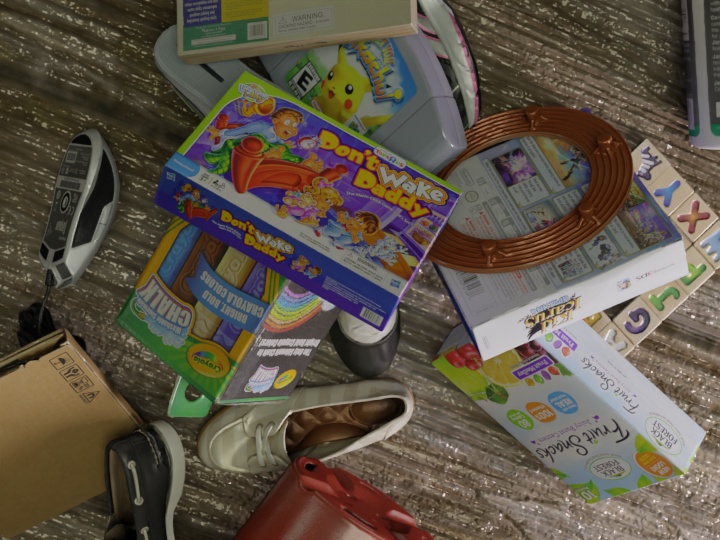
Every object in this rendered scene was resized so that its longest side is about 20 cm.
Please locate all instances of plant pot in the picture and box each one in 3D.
[{"bbox_3d":[-0.045,0.277,1.298,0.200,0.201,0.196,31,95,-8],"label":"plant pot"}]

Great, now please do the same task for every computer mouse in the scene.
[{"bbox_3d":[-0.240,-0.020,1.304,0.044,0.110,0.201,16,89,-33],"label":"computer mouse"}]

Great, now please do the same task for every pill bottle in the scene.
[{"bbox_3d":[0.331,-0.208,1.305,0.113,0.113,0.201,-6,99,-4],"label":"pill bottle"}]

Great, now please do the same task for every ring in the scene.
[{"bbox_3d":[0.126,-0.074,1.274,0.200,0.201,0.019,-22,131,-1],"label":"ring"}]

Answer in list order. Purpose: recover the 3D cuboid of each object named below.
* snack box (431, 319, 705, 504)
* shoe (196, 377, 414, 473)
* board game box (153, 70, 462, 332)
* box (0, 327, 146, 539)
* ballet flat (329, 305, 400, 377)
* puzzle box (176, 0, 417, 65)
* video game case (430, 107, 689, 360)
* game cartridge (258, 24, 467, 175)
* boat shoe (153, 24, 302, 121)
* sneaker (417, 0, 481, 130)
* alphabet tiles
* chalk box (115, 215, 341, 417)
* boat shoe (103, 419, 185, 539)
[{"bbox_3d":[0.177,0.109,1.323,0.200,0.142,0.053,42,59,-9],"label":"snack box"},{"bbox_3d":[-0.049,0.136,1.354,0.199,0.053,0.070,-14,99,-2],"label":"shoe"},{"bbox_3d":[-0.038,-0.056,1.177,0.200,0.135,0.045,29,136,4],"label":"board game box"},{"bbox_3d":[-0.276,0.142,1.290,0.163,0.021,0.200,-27,141,1],"label":"box"},{"bbox_3d":[0.000,0.000,1.331,0.068,0.068,0.201,-6,99,-6],"label":"ballet flat"},{"bbox_3d":[-0.054,-0.244,1.240,0.199,0.025,0.134,-5,78,15],"label":"puzzle box"},{"bbox_3d":[0.147,-0.034,1.270,0.181,0.200,0.046,-24,131,0],"label":"video game case"},{"bbox_3d":[0.001,-0.154,1.264,0.133,0.040,0.200,-39,72,28],"label":"game cartridge"},{"bbox_3d":[-0.092,-0.128,1.281,0.072,0.062,0.200,-42,77,-7],"label":"boat shoe"},{"bbox_3d":[0.040,-0.207,1.311,0.086,0.080,0.201,-22,91,11],"label":"sneaker"},{"bbox_3d":[0.218,-0.037,1.374,0.167,0.008,0.200,-44,99,3],"label":"alphabet tiles"},{"bbox_3d":[-0.106,0.032,1.274,0.124,0.125,0.200,37,102,23],"label":"chalk box"},{"bbox_3d":[-0.193,0.225,1.323,0.060,0.074,0.201,-14,125,-37],"label":"boat shoe"}]
